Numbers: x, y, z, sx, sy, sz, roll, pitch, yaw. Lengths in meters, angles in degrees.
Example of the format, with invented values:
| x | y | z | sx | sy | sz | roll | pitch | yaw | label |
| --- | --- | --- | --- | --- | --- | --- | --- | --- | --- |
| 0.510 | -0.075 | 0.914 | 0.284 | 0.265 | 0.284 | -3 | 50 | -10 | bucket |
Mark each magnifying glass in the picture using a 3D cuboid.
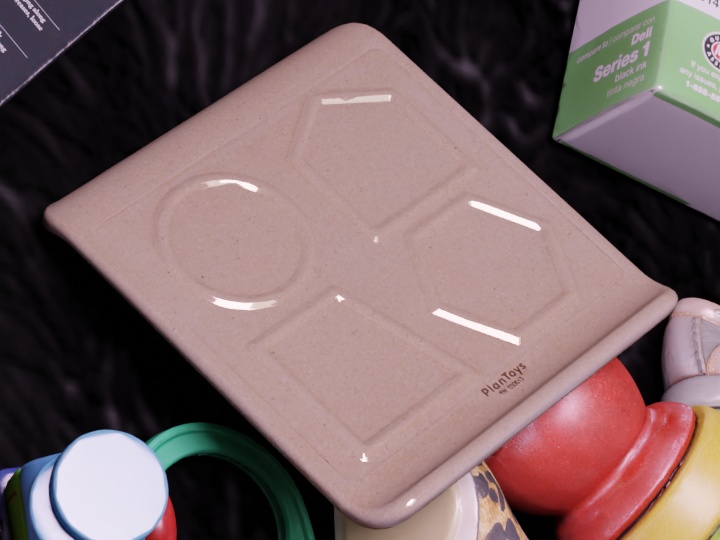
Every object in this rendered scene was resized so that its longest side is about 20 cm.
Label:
| x | y | z | sx | sy | sz | roll | pitch | yaw | label |
| --- | --- | --- | --- | --- | --- | --- | --- | --- | --- |
| -0.025 | 0.148 | 1.172 | 0.080 | 0.022 | 0.200 | -41 | 95 | -35 | magnifying glass |

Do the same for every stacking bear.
| x | y | z | sx | sy | sz | roll | pitch | yaw | label |
| --- | --- | --- | --- | --- | --- | --- | --- | --- | --- |
| 0.128 | 0.104 | 1.230 | 0.200 | 0.114 | 0.122 | 39 | 56 | -9 | stacking bear |

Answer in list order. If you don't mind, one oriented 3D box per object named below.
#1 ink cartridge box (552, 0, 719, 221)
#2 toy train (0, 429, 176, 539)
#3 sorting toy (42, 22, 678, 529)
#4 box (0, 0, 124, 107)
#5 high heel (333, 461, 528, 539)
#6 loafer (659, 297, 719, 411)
| x | y | z | sx | sy | sz | roll | pitch | yaw | label |
| --- | --- | --- | --- | --- | --- | --- | --- | --- | --- |
| 0.183 | -0.129 | 1.352 | 0.146 | 0.084 | 0.201 | 24 | 63 | -24 | ink cartridge box |
| -0.091 | 0.160 | 1.058 | 0.084 | 0.116 | 0.201 | -5 | 76 | -17 | toy train |
| 0.000 | 0.000 | 1.187 | 0.200 | 0.037 | 0.185 | 41 | 52 | 20 | sorting toy |
| -0.195 | -0.145 | 1.129 | 0.200 | 0.079 | 0.141 | 50 | 59 | -7 | box |
| 0.057 | 0.133 | 1.212 | 0.142 | 0.071 | 0.200 | 18 | 46 | -60 | high heel |
| 0.224 | 0.058 | 1.327 | 0.199 | 0.072 | 0.063 | 14 | 60 | -24 | loafer |
